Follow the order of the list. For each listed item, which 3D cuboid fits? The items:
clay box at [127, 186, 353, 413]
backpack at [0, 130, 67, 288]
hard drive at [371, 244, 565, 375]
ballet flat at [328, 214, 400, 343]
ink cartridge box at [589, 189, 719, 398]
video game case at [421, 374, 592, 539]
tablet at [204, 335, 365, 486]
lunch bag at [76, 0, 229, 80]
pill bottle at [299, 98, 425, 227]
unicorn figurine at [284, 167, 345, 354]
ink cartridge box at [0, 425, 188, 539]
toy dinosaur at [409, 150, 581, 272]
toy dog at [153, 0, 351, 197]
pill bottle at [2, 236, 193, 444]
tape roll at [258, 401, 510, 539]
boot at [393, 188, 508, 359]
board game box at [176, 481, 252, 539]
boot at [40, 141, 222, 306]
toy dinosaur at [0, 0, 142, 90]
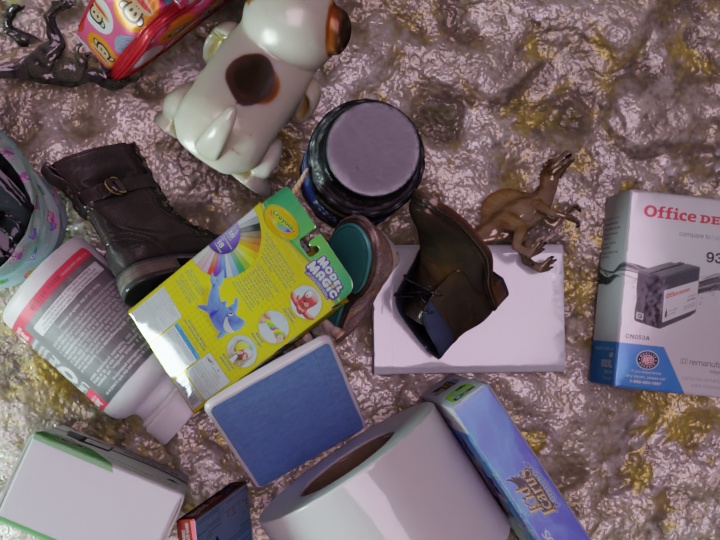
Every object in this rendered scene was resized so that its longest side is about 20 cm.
[{"bbox_3d":[-0.101,0.025,1.090,0.200,0.048,0.115,-37,83,19],"label":"clay box"},{"bbox_3d":[-0.375,-0.075,1.154,0.200,0.127,0.167,41,96,12],"label":"backpack"},{"bbox_3d":[0.111,0.040,1.257,0.199,0.026,0.133,0,87,-5],"label":"hard drive"},{"bbox_3d":[0.000,0.000,1.173,0.067,0.200,0.068,-24,71,-28],"label":"ballet flat"},{"bbox_3d":[0.324,0.025,1.250,0.144,0.084,0.201,6,87,-5],"label":"ink cartridge box"},{"bbox_3d":[0.142,0.197,1.176,0.045,0.181,0.201,-34,91,-5],"label":"video game case"},{"bbox_3d":[-0.067,0.138,1.161,0.130,0.200,0.014,-29,58,-7],"label":"tablet"},{"bbox_3d":[-0.179,-0.271,1.164,0.082,0.176,0.200,49,62,-9],"label":"lunch bag"},{"bbox_3d":[0.001,-0.101,1.162,0.111,0.200,0.113,0,87,-5],"label":"pill bottle"},{"bbox_3d":[-0.071,0.020,1.157,0.074,0.200,0.138,-33,82,-37],"label":"unicorn figurine"},{"bbox_3d":[-0.241,0.209,1.127,0.145,0.200,0.084,23,83,-5],"label":"ink cartridge box"},{"bbox_3d":[0.155,-0.044,1.244,0.199,0.058,0.101,-32,56,-17],"label":"toy dinosaur"},{"bbox_3d":[-0.101,-0.195,1.166,0.139,0.194,0.200,34,93,6],"label":"toy dog"},{"bbox_3d":[-0.236,0.072,1.176,0.200,0.111,0.111,42,84,-3],"label":"pill bottle"},{"bbox_3d":[0.023,0.237,1.153,0.202,0.203,0.140,-34,91,-6],"label":"tape roll"},{"bbox_3d":[0.074,0.009,1.153,0.075,0.200,0.097,33,78,39],"label":"boot"},{"bbox_3d":[-0.131,0.265,1.136,0.019,0.200,0.104,-7,88,7],"label":"board game box"},{"bbox_3d":[-0.194,-0.059,1.197,0.199,0.069,0.175,-9,59,-43],"label":"boot"},{"bbox_3d":[-0.321,-0.222,1.213,0.199,0.047,0.089,-1,95,-3],"label":"toy dinosaur"}]
